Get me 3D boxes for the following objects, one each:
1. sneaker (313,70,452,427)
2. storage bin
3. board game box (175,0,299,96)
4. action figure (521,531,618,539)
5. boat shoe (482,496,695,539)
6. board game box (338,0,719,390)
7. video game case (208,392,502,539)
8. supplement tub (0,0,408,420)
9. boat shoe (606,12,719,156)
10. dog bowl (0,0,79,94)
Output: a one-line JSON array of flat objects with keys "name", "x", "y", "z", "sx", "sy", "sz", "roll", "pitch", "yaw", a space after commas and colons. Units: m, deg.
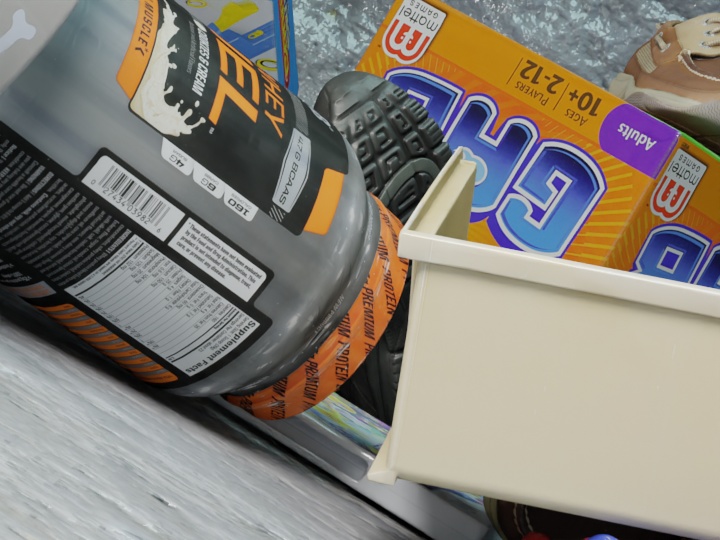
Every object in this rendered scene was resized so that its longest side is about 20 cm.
[{"name": "sneaker", "x": 0.000, "y": 0.000, "z": 1.310, "sx": 0.076, "sy": 0.201, "sz": 0.091, "roll": -29, "pitch": 32, "yaw": -33}, {"name": "storage bin", "x": 0.118, "y": 0.028, "z": 1.054, "sx": 0.199, "sy": 0.094, "sz": 0.199, "roll": 10, "pitch": 14, "yaw": 6}, {"name": "board game box", "x": -0.129, "y": -0.139, "z": 1.092, "sx": 0.199, "sy": 0.196, "sz": 0.056, "roll": 0, "pitch": 36, "yaw": 5}, {"name": "action figure", "x": 0.111, "y": 0.137, "z": 0.933, "sx": 0.065, "sy": 0.099, "sz": 0.200, "roll": 26, "pitch": -18, "yaw": -23}, {"name": "boat shoe", "x": 0.135, "y": 0.130, "z": 1.121, "sx": 0.200, "sy": 0.072, "sz": 0.072, "roll": 40, "pitch": 3, "yaw": -25}, {"name": "board game box", "x": 0.092, "y": 0.006, "z": 1.480, "sx": 0.200, "sy": 0.200, "sz": 0.200, "roll": 33, "pitch": 4, "yaw": 39}, {"name": "video game case", "x": -0.026, "y": 0.058, "z": 1.189, "sx": 0.200, "sy": 0.018, "sz": 0.143, "roll": 32, "pitch": 2, "yaw": 9}, {"name": "supplement tub", "x": -0.083, "y": -0.035, "z": 1.046, "sx": 0.200, "sy": 0.123, "sz": 0.123, "roll": 37, "pitch": -1, "yaw": -30}, {"name": "boat shoe", "x": 0.179, "y": -0.101, "z": 1.477, "sx": 0.076, "sy": 0.072, "sz": 0.200, "roll": 30, "pitch": 3, "yaw": -14}, {"name": "dog bowl", "x": -0.162, "y": -0.106, "z": 0.962, "sx": 0.059, "sy": 0.200, "sz": 0.200, "roll": 45, "pitch": -5, "yaw": -32}]
